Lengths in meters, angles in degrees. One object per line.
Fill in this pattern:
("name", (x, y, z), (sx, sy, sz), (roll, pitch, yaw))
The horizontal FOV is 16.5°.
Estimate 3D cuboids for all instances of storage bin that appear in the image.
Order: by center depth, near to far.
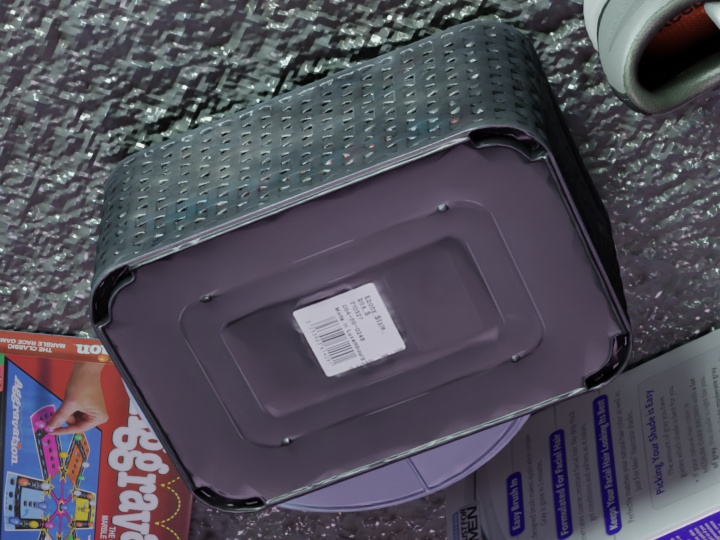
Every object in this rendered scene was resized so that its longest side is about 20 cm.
("storage bin", (0.000, 0.000, 1.040), (0.200, 0.094, 0.135), (-21, 121, 11))

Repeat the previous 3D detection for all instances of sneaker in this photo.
("sneaker", (0.174, -0.128, 0.973), (0.074, 0.079, 0.200), (38, 120, -26))

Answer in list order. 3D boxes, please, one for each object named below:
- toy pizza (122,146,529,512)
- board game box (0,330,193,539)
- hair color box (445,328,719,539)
("toy pizza", (-0.011, 0.026, 1.131), (0.200, 0.032, 0.201), (0, 123, -1))
("board game box", (-0.133, 0.112, 1.220), (0.103, 0.019, 0.200), (4, 130, -5))
("hair color box", (0.137, 0.103, 1.150), (0.200, 0.109, 0.065), (-25, 127, 21))
